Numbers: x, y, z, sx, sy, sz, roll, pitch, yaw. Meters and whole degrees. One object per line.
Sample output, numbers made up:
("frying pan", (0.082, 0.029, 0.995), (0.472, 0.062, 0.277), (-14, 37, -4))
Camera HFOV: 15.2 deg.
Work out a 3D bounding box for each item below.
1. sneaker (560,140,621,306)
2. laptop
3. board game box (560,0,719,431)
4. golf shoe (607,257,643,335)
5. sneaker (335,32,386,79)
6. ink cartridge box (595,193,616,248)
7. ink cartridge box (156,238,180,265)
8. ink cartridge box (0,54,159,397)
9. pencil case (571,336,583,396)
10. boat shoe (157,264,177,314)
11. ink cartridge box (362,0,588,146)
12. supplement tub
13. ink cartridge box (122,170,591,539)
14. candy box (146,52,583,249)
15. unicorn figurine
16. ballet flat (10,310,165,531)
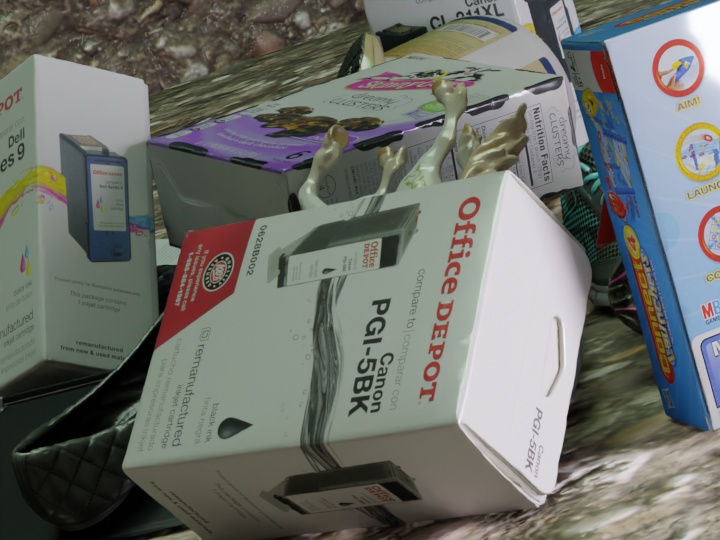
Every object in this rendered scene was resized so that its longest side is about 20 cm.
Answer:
("sneaker", (0.155, -0.034, 1.624), (0.077, 0.092, 0.200), (-19, 11, -8))
("laptop", (-0.126, 0.116, 1.521), (0.187, 0.116, 0.200), (-13, -18, 16))
("board game box", (0.219, -0.049, 1.311), (0.199, 0.197, 0.056), (-19, 11, -16))
("golf shoe", (0.228, 0.001, 1.422), (0.199, 0.073, 0.092), (-12, -11, 0))
("sneaker", (0.032, -0.067, 1.816), (0.088, 0.201, 0.077), (-1, -24, -26))
("ink cartridge box", (0.233, -0.047, 1.455), (0.199, 0.050, 0.162), (-15, -21, -4))
("ink cartridge box", (-0.104, 0.015, 1.918), (0.173, 0.044, 0.200), (-2, 14, 14))
("ink cartridge box", (-0.196, -0.010, 1.635), (0.087, 0.201, 0.145), (13, -27, -35))
("pencil case", (0.075, 0.029, 1.452), (0.091, 0.083, 0.200), (-41, 7, 12))
("boat shoe", (-0.175, 0.048, 1.721), (0.200, 0.091, 0.071), (-10, 12, 35))
("ink cartridge box", (0.094, -0.164, 2.090), (0.145, 0.201, 0.083), (-9, 13, 39))
("supplement tub", (0.052, -0.096, 1.958), (0.144, 0.145, 0.200), (-9, 13, 38))
("ink cartridge box", (-0.001, 0.044, 1.308), (0.199, 0.083, 0.147), (-11, 52, 33))
("candy box", (0.002, -0.064, 1.589), (0.199, 0.072, 0.168), (-20, 18, -28))
("unicorn figurine", (0.008, -0.017, 1.431), (0.200, 0.074, 0.138), (-42, 30, 54))
("ballet flat", (-0.109, 0.056, 1.443), (0.066, 0.057, 0.200), (14, 53, 39))
